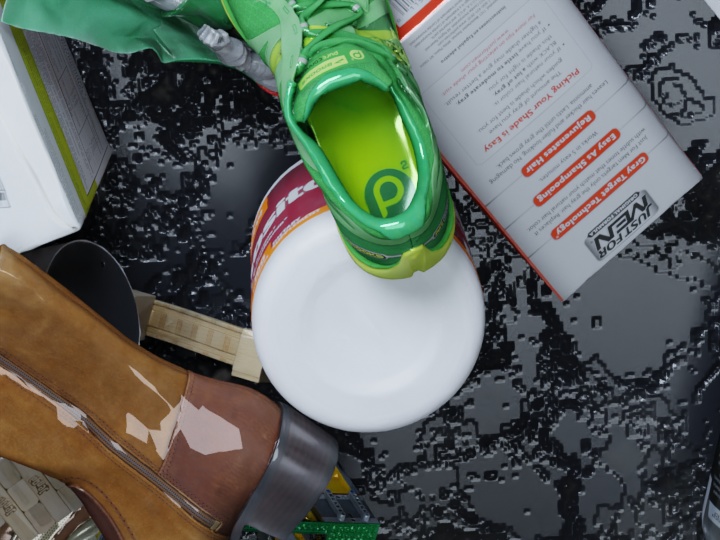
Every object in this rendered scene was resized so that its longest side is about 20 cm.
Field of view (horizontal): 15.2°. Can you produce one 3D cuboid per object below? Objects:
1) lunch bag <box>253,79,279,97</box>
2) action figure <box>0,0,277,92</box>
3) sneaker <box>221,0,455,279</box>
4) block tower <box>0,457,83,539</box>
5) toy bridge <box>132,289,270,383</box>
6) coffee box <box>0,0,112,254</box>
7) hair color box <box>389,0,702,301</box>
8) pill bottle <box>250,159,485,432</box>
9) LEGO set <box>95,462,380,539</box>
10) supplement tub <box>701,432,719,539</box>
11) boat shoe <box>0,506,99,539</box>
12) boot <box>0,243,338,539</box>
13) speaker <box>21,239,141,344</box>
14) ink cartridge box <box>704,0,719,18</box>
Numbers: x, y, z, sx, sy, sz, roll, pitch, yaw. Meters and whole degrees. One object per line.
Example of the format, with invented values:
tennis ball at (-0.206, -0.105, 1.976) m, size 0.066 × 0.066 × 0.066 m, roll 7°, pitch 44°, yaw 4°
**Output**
lunch bag at (-0.009, -0.169, 1.385) m, size 0.200 × 0.082 × 0.176 m, roll 29°, pitch 107°, yaw -12°
action figure at (-0.072, -0.138, 1.297) m, size 0.200 × 0.055 × 0.118 m, roll 24°, pitch 80°, yaw -39°
sneaker at (-0.008, -0.095, 1.229) m, size 0.074 × 0.084 × 0.200 m, roll -26°, pitch 80°, yaw -5°
block tower at (-0.202, 0.118, 1.393) m, size 0.200 × 0.054 × 0.058 m, roll -36°, pitch 119°, yaw -5°
toy bridge at (-0.127, 0.023, 1.428) m, size 0.200 × 0.067 × 0.027 m, roll 16°, pitch 93°, yaw 14°
coffee box at (-0.255, -0.095, 1.329) m, size 0.199 × 0.198 × 0.200 m, roll -21°, pitch 103°, yaw 4°
hair color box at (0.079, -0.085, 1.357) m, size 0.101 × 0.061 × 0.200 m, roll -41°, pitch 130°, yaw 1°
pill bottle at (0.000, 0.000, 1.366) m, size 0.113 × 0.200 × 0.113 m, roll -1°, pitch 105°, yaw -2°
LEGO set at (-0.082, 0.161, 1.445) m, size 0.153 × 0.116 × 0.200 m, roll -4°, pitch 121°, yaw -23°
supplement tub at (0.253, 0.094, 1.444) m, size 0.122 × 0.123 × 0.200 m, roll 10°, pitch 105°, yaw -6°
boat shoe at (-0.189, 0.147, 1.467) m, size 0.200 × 0.076 × 0.072 m, roll -42°, pitch 98°, yaw -2°
boot at (-0.140, 0.105, 1.285) m, size 0.200 × 0.069 × 0.188 m, roll 29°, pitch 119°, yaw -20°
speaker at (-0.212, 0.040, 1.384) m, size 0.200 × 0.081 × 0.081 m, roll -12°, pitch 108°, yaw 32°
ink cartridge box at (0.242, -0.155, 1.336) m, size 0.146 × 0.200 × 0.086 m, roll 17°, pitch 104°, yaw -8°
